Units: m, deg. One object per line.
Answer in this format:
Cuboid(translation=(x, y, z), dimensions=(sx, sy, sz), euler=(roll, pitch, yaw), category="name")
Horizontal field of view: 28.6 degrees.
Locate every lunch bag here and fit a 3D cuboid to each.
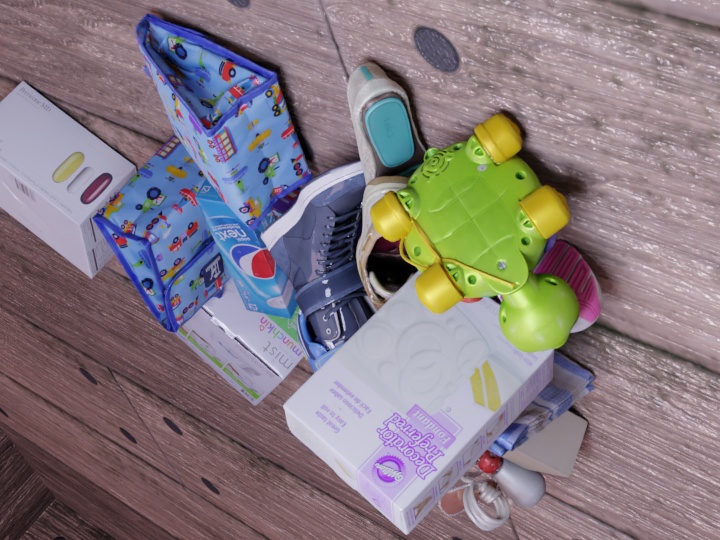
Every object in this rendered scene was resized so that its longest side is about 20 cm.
Cuboid(translation=(-0.201, -0.032, 1.635), dimensions=(0.093, 0.151, 0.201), euler=(26, 152, 31), category="lunch bag")
Cuboid(translation=(-0.159, -0.162, 1.433), dimensions=(0.199, 0.094, 0.151), euler=(38, 160, 34), category="lunch bag")

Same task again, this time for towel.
Cuboid(translation=(0.127, 0.098, 1.333), dimensions=(0.146, 0.199, 0.024), euler=(34, 120, 20), category="towel")

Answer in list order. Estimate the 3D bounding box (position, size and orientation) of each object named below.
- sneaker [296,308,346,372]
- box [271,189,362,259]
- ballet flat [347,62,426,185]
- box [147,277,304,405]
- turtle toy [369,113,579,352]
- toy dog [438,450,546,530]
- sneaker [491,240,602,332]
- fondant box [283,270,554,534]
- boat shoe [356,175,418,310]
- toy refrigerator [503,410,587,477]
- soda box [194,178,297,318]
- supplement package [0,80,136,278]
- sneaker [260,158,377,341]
Cuboid(translation=(-0.021, 0.112, 1.635), dimensions=(0.201, 0.073, 0.083), euler=(54, 162, 30), category="sneaker")
Cuboid(translation=(0.000, 0.000, 1.521), dimensions=(0.199, 0.039, 0.138), euler=(28, 152, 29), category="box")
Cuboid(translation=(0.028, -0.109, 1.288), dimensions=(0.201, 0.067, 0.063), euler=(78, 167, -49), category="ballet flat")
Cuboid(translation=(-0.164, 0.061, 1.804), dimensions=(0.200, 0.097, 0.177), euler=(42, 157, 0), category="box")
Cuboid(translation=(0.109, -0.021, 1.175), dimensions=(0.201, 0.145, 0.101), euler=(59, -171, 20), category="turtle toy")
Cuboid(translation=(0.095, 0.211, 1.545), dimensions=(0.200, 0.131, 0.097), euler=(45, 134, 13), category="toy dog")
Cuboid(translation=(0.154, 0.025, 1.287), dimensions=(0.089, 0.081, 0.199), euler=(53, 162, -28), category="sneaker")
Cuboid(translation=(0.053, 0.105, 1.227), dimensions=(0.144, 0.200, 0.058), euler=(38, 161, 24), category="fondant box")
Cuboid(translation=(0.028, -0.003, 1.304), dimensions=(0.073, 0.067, 0.201), euler=(-1, 145, 6), category="boat shoe")
Cuboid(translation=(0.134, 0.141, 1.444), dimensions=(0.199, 0.071, 0.076), euler=(29, 166, -30), category="toy refrigerator")
Cuboid(translation=(-0.117, -0.036, 1.589), dimensions=(0.063, 0.068, 0.201), euler=(10, 144, 24), category="soda box")
Cuboid(translation=(-0.396, -0.118, 1.843), dimensions=(0.199, 0.111, 0.156), euler=(36, 156, 12), category="supplement package")
Cuboid(translation=(-0.015, -0.016, 1.394), dimensions=(0.147, 0.076, 0.202), euler=(64, 148, 11), category="sneaker")
